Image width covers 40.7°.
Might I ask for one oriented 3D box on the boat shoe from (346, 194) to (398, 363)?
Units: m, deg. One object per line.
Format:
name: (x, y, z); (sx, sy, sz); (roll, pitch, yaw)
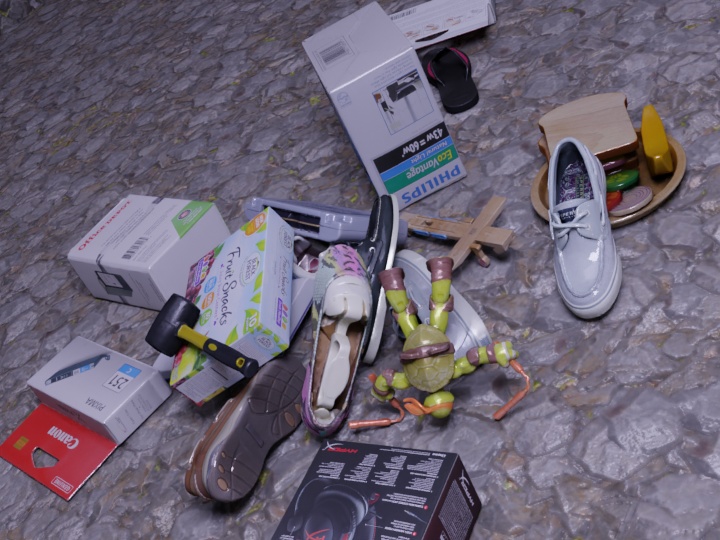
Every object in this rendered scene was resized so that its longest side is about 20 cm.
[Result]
boat shoe: (-0.001, 0.001, 1.093); (0.065, 0.075, 0.203); (12, 73, -8)

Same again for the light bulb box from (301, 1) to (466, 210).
light bulb box: (0.030, -0.220, 1.308); (0.123, 0.202, 0.199); (-27, 34, 2)

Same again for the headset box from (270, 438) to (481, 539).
headset box: (-0.002, 0.250, 0.824); (0.146, 0.076, 0.201); (-2, 42, 33)

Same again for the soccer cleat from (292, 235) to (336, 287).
soccer cleat: (-0.088, -0.012, 1.218); (0.197, 0.087, 0.070); (6, 46, 40)

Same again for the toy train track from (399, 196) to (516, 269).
toy train track: (0.114, -0.041, 1.171); (0.115, 0.033, 0.199); (-50, 33, -18)

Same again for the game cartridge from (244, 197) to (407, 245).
game cartridge: (-0.040, -0.062, 1.230); (0.131, 0.042, 0.198); (-3, 12, -41)

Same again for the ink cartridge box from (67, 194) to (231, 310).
ink cartridge box: (-0.299, -0.028, 1.389); (0.198, 0.085, 0.146); (8, 47, 41)

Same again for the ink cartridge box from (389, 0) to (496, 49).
ink cartridge box: (0.128, -0.400, 1.619); (0.197, 0.044, 0.175); (-15, 37, 18)

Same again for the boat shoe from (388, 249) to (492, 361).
boat shoe: (0.067, 0.044, 1.052); (0.071, 0.071, 0.201); (-30, 36, -10)

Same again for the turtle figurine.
turtle figurine: (0.058, 0.077, 0.952); (0.197, 0.064, 0.164); (-17, 77, 27)

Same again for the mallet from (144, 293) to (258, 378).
mallet: (-0.159, 0.068, 1.024); (0.198, 0.041, 0.067); (8, 67, 49)

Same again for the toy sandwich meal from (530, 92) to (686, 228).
toy sandwich meal: (0.281, -0.130, 1.131); (0.202, 0.071, 0.207); (-19, 35, 13)

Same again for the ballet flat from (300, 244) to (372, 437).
ballet flat: (-0.021, 0.071, 1.003); (0.071, 0.068, 0.204); (152, 129, -74)

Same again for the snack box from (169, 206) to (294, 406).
snack box: (-0.143, 0.038, 1.115); (0.141, 0.053, 0.202); (-33, 35, 24)

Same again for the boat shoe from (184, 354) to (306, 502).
boat shoe: (-0.122, 0.161, 1.025); (0.071, 0.076, 0.200); (-18, 21, 38)

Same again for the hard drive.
hard drive: (-0.154, 0.073, 1.179); (0.198, 0.025, 0.133); (-9, 40, 40)

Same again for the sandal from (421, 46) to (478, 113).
sandal: (0.137, -0.306, 1.486); (0.074, 0.045, 0.201); (-23, 34, 6)

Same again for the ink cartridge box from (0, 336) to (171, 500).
ink cartridge box: (-0.354, 0.174, 1.198); (0.198, 0.045, 0.176); (12, 49, 44)

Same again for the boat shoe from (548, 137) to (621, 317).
boat shoe: (0.225, -0.050, 1.017); (0.069, 0.071, 0.204); (-17, 52, 29)
